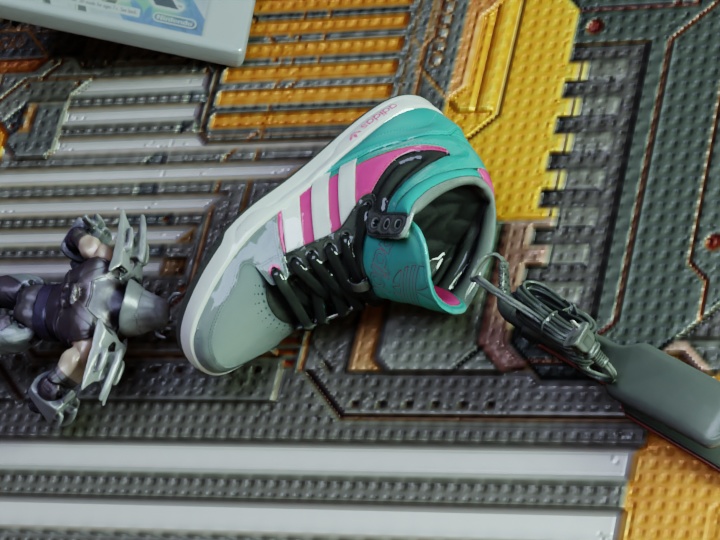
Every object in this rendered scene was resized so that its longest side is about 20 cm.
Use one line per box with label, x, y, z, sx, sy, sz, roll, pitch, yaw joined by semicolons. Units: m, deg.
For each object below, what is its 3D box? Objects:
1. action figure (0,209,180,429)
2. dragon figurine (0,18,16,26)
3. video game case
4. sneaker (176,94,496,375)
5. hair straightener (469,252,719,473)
action figure;-0.191;0.025;1.721;0.199;0.069;0.131;0;53;22
dragon figurine;-0.218;-0.223;1.870;0.200;0.099;0.059;-37;51;1
video game case;-0.154;-0.223;1.825;0.199;0.022;0.183;11;61;-3
sneaker;0.000;0.000;1.631;0.200;0.084;0.121;-45;41;-7
hair straightener;0.125;0.035;1.543;0.041;0.077;0.200;-48;51;-6
